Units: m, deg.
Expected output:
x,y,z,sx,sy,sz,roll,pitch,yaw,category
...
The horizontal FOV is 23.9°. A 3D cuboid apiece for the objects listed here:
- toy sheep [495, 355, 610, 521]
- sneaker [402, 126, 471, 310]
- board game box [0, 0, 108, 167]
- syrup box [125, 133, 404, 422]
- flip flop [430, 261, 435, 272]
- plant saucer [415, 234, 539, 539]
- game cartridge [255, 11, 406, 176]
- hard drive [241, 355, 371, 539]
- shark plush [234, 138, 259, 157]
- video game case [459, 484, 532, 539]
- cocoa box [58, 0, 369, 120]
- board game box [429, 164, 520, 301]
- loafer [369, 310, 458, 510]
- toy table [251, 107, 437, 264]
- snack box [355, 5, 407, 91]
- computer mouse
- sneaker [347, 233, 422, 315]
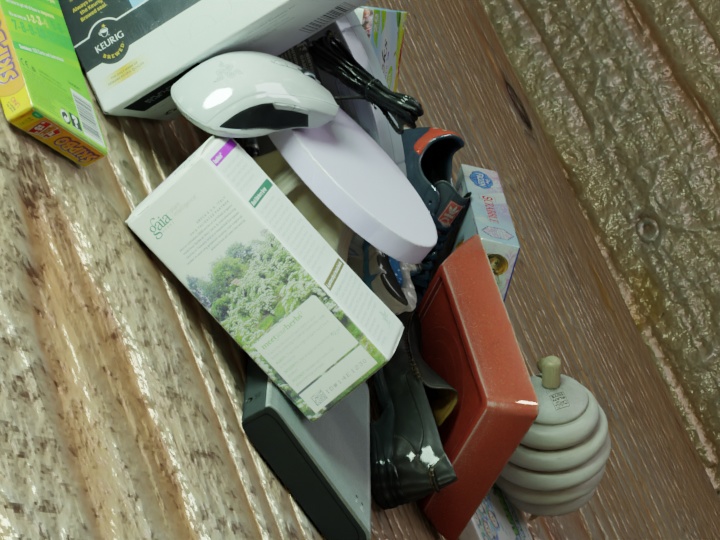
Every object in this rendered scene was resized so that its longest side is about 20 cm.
x,y,z,sx,sy,sz,roll,pitch,yaw,category
0.182,0.163,1.667,0.138,0.137,0.200,-98,180,-53,toy sheep
0.059,-0.041,1.585,0.075,0.084,0.201,18,71,-54,sneaker
-0.232,-0.173,1.161,0.096,0.030,0.201,35,33,-62,board game box
-0.067,0.003,1.223,0.200,0.079,0.081,48,19,-6,syrup box
0.025,0.007,1.659,0.081,0.057,0.200,47,38,-30,flip flop
0.077,0.104,1.492,0.037,0.200,0.200,4,47,-23,plant saucer
-0.033,-0.130,1.419,0.041,0.133,0.201,-22,97,-46,game cartridge
-0.039,0.104,1.307,0.140,0.033,0.200,55,16,-25,hard drive
-0.090,-0.138,1.520,0.200,0.090,0.084,-95,-176,-67,shark plush
0.130,0.253,1.636,0.182,0.024,0.201,28,37,-65,video game case
-0.118,-0.220,1.289,0.132,0.200,0.133,62,15,5,cocoa box
0.098,0.025,1.629,0.041,0.201,0.200,12,23,-7,board game box
0.049,0.112,1.439,0.073,0.072,0.200,65,20,-47,loafer
-0.043,-0.050,1.328,0.184,0.117,0.200,17,33,-47,toy table
-0.013,-0.149,1.598,0.169,0.067,0.201,-28,126,-76,snack box
-0.051,-0.138,1.267,0.200,0.044,0.110,-12,49,-45,computer mouse
0.000,0.000,1.463,0.075,0.087,0.200,57,15,-10,sneaker
